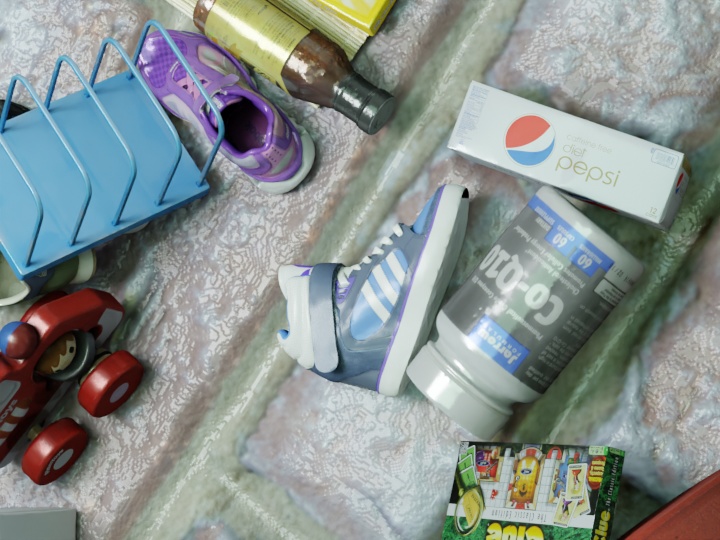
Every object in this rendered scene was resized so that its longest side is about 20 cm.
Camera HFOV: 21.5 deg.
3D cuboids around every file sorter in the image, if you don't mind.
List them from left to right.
[{"bbox_3d":[-0.236,-0.112,1.647,0.199,0.123,0.139,-27,75,-29],"label":"file sorter"}]

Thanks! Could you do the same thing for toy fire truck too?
[{"bbox_3d":[-0.297,0.101,1.694,0.112,0.168,0.200,41,97,15],"label":"toy fire truck"}]

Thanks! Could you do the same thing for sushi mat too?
[{"bbox_3d":[-0.087,-0.241,1.746,0.199,0.012,0.096,37,96,16],"label":"sushi mat"}]

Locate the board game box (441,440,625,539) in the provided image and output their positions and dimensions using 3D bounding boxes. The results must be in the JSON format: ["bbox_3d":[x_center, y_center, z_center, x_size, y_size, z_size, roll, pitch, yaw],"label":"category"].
[{"bbox_3d":[0.138,0.195,1.563,0.199,0.023,0.106,-7,71,57],"label":"board game box"}]

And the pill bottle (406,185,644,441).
[{"bbox_3d":[0.136,0.038,1.602,0.114,0.114,0.200,40,96,16],"label":"pill bottle"}]

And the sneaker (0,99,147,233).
[{"bbox_3d":[-0.291,-0.096,1.739,0.199,0.112,0.073,30,96,17],"label":"sneaker"}]

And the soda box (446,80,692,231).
[{"bbox_3d":[0.180,-0.098,1.626,0.199,0.068,0.064,22,91,17],"label":"soda box"}]

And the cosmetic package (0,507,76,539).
[{"bbox_3d":[-0.378,0.299,1.700,0.198,0.166,0.169,-3,84,17],"label":"cosmetic package"}]

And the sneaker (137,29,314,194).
[{"bbox_3d":[-0.129,-0.154,1.711,0.200,0.088,0.081,41,96,16],"label":"sneaker"}]

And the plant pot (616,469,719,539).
[{"bbox_3d":[0.323,0.236,1.489,0.176,0.200,0.200,-43,82,-8],"label":"plant pot"}]

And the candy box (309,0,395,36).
[{"bbox_3d":[-0.045,-0.303,1.726,0.199,0.026,0.103,31,86,17],"label":"candy box"}]

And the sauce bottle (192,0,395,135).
[{"bbox_3d":[-0.059,-0.191,1.693,0.199,0.066,0.066,37,95,17],"label":"sauce bottle"}]

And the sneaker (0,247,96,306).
[{"bbox_3d":[-0.340,0.000,1.723,0.199,0.090,0.068,-9,94,37],"label":"sneaker"}]

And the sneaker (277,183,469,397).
[{"bbox_3d":[0.000,0.000,1.662,0.145,0.081,0.202,21,96,13],"label":"sneaker"}]
